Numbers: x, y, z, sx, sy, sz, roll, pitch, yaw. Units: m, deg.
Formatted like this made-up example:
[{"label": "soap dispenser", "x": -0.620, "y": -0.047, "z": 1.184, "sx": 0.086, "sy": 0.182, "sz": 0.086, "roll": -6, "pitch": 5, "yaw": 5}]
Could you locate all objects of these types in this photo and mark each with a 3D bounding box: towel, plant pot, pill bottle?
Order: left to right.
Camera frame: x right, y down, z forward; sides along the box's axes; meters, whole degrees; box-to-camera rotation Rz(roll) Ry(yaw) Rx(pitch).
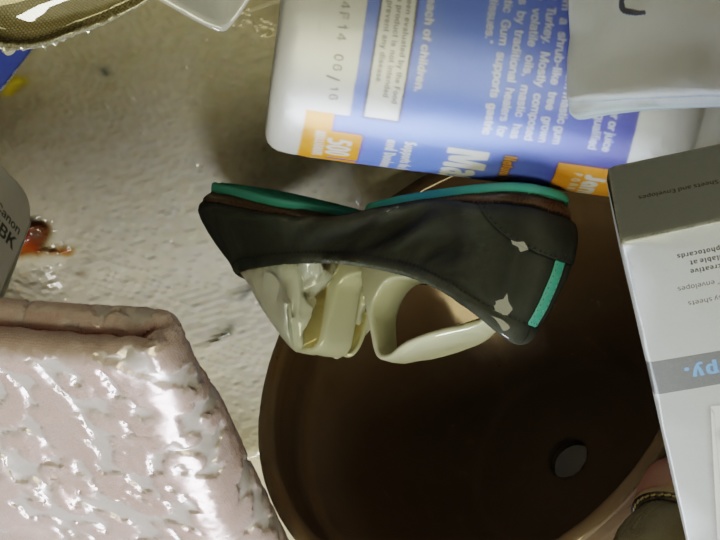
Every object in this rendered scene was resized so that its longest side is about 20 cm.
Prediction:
[{"label": "towel", "x": -0.125, "y": 0.080, "z": 1.048, "sx": 0.190, "sy": 0.032, "sz": 0.200, "roll": 3, "pitch": 143, "yaw": 22}, {"label": "plant pot", "x": 0.066, "y": 0.056, "z": 1.080, "sx": 0.200, "sy": 0.201, "sz": 0.093, "roll": -23, "pitch": 140, "yaw": 22}, {"label": "pill bottle", "x": 0.069, "y": -0.086, "z": 1.003, "sx": 0.199, "sy": 0.112, "sz": 0.112, "roll": 8, "pitch": 131, "yaw": -2}]

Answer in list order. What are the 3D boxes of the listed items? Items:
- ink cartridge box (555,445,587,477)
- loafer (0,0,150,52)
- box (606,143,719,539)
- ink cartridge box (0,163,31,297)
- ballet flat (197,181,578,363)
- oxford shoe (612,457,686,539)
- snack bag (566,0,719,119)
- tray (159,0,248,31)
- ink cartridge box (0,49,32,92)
[{"label": "ink cartridge box", "x": 0.075, "y": 0.125, "z": 1.163, "sx": 0.199, "sy": 0.145, "sz": 0.084, "roll": -1, "pitch": 134, "yaw": 4}, {"label": "loafer", "x": -0.061, "y": -0.136, "z": 0.901, "sx": 0.200, "sy": 0.067, "sz": 0.076, "roll": -32, "pitch": 111, "yaw": 0}, {"label": "box", "x": 0.171, "y": 0.040, "z": 0.844, "sx": 0.155, "sy": 0.041, "sz": 0.200, "roll": -11, "pitch": 128, "yaw": 7}, {"label": "ink cartridge box", "x": -0.255, "y": -0.022, "z": 1.067, "sx": 0.199, "sy": 0.083, "sz": 0.147, "roll": -10, "pitch": 136, "yaw": 29}, {"label": "ballet flat", "x": 0.000, "y": 0.000, "z": 1.049, "sx": 0.068, "sy": 0.069, "sz": 0.200, "roll": 12, "pitch": 173, "yaw": -39}, {"label": "oxford shoe", "x": 0.148, "y": 0.162, "z": 0.978, "sx": 0.200, "sy": 0.074, "sz": 0.071, "roll": 50, "pitch": 146, "yaw": -17}, {"label": "snack bag", "x": 0.120, "y": -0.146, "z": 0.870, "sx": 0.021, "sy": 0.201, "sz": 0.188, "roll": -2, "pitch": -177, "yaw": -37}, {"label": "tray", "x": -0.043, "y": -0.193, "z": 0.934, "sx": 0.107, "sy": 0.022, "sz": 0.200, "roll": 27, "pitch": 101, "yaw": -20}, {"label": "ink cartridge box", "x": -0.133, "y": -0.149, "z": 1.007, "sx": 0.094, "sy": 0.044, "sz": 0.200, "roll": 30, "pitch": 126, "yaw": -19}]
